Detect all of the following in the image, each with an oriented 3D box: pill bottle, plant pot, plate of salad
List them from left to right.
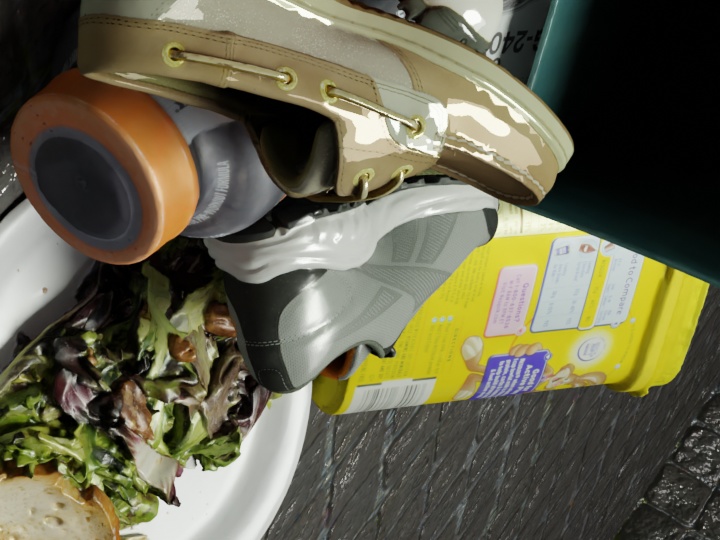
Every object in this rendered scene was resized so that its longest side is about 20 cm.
[{"bbox_3d":[-0.090,0.054,0.872,0.199,0.048,0.201,-6,98,-41],"label":"plate of salad"},{"bbox_3d":[-0.047,-0.083,0.814,0.200,0.106,0.107,-45,158,-41],"label":"pill bottle"},{"bbox_3d":[0.179,-0.092,0.975,0.200,0.141,0.142,-27,136,-61],"label":"plant pot"}]

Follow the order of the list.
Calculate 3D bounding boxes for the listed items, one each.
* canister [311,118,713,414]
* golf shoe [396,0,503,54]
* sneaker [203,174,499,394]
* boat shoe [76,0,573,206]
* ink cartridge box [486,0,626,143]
[{"bbox_3d":[0.072,-0.002,1.072,0.199,0.087,0.149,-5,126,-25],"label":"canister"},{"bbox_3d":[0.035,-0.172,0.781,0.077,0.088,0.201,33,43,-53],"label":"golf shoe"},{"bbox_3d":[0.000,0.000,0.896,0.200,0.074,0.080,-20,107,-59],"label":"sneaker"},{"bbox_3d":[-0.013,-0.058,0.725,0.074,0.199,0.067,-2,-112,58],"label":"boat shoe"},{"bbox_3d":[0.060,-0.154,0.955,0.145,0.083,0.201,-12,123,-50],"label":"ink cartridge box"}]
